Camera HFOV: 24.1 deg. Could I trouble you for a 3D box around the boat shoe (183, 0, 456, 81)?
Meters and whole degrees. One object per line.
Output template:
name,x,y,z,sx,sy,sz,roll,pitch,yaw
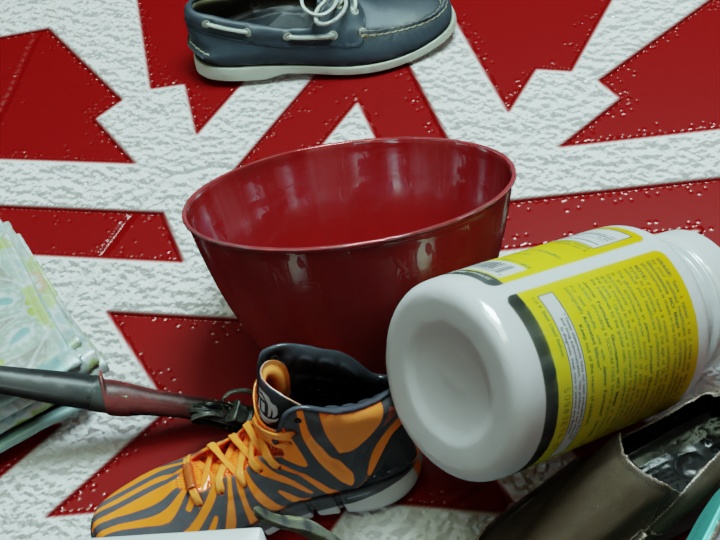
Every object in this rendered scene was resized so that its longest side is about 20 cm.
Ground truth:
boat shoe,-0.030,-0.188,1.244,0.199,0.062,0.075,-4,46,7

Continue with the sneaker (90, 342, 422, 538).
sneaker,-0.066,0.098,0.955,0.199,0.112,0.078,-19,47,-7

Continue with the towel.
towel,-0.279,0.061,1.077,0.200,0.048,0.171,-27,46,-14

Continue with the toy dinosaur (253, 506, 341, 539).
toy dinosaur,0.013,0.182,0.864,0.200,0.088,0.047,43,71,-9

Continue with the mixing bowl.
mixing bowl,0.000,0.000,1.014,0.199,0.109,0.200,-7,20,3

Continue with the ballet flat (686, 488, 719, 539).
ballet flat,0.165,0.198,0.856,0.072,0.072,0.200,26,61,30

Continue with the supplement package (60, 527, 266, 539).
supplement package,-0.138,0.215,0.861,0.199,0.117,0.118,-5,47,7

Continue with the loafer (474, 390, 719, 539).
loafer,0.136,0.122,0.924,0.200,0.071,0.073,-31,50,-17

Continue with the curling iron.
curling iron,-0.149,0.072,1.011,0.199,0.050,0.026,10,71,-3

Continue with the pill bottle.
pill bottle,0.121,0.038,0.945,0.200,0.113,0.112,-16,42,-37
